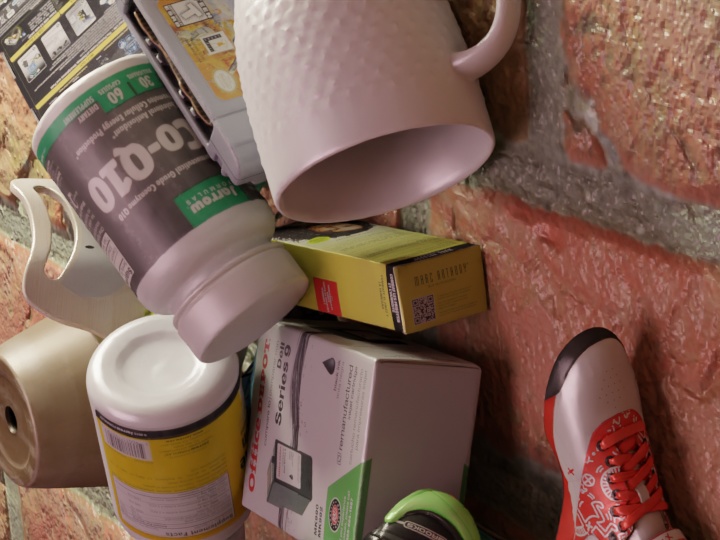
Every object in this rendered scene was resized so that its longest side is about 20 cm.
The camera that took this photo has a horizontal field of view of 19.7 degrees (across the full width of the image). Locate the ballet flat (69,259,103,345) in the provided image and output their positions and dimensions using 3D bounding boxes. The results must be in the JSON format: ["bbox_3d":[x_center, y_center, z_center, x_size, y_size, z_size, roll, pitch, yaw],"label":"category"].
[{"bbox_3d":[-0.174,0.061,1.661,0.200,0.072,0.072,58,145,14],"label":"ballet flat"}]

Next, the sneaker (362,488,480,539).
[{"bbox_3d":[0.052,0.242,1.334,0.077,0.084,0.201,-6,106,66],"label":"sneaker"}]

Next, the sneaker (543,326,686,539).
[{"bbox_3d":[0.167,0.139,1.245,0.108,0.067,0.202,32,132,47],"label":"sneaker"}]

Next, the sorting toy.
[{"bbox_3d":[-0.181,-0.012,1.589,0.107,0.179,0.201,-53,39,40],"label":"sorting toy"}]

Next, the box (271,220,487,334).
[{"bbox_3d":[0.000,0.000,1.446,0.200,0.075,0.050,13,114,55],"label":"box"}]

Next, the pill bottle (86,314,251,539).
[{"bbox_3d":[-0.135,0.137,1.539,0.112,0.112,0.201,45,152,40],"label":"pill bottle"}]

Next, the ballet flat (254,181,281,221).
[{"bbox_3d":[-0.076,-0.078,1.527,0.201,0.070,0.067,-58,25,8],"label":"ballet flat"}]

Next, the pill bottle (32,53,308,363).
[{"bbox_3d":[-0.131,-0.042,1.443,0.200,0.113,0.113,52,144,13],"label":"pill bottle"}]

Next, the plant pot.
[{"bbox_3d":[-0.221,0.106,1.752,0.200,0.173,0.201,31,129,48],"label":"plant pot"}]

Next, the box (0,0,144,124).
[{"bbox_3d":[-0.177,-0.191,1.573,0.200,0.049,0.162,-40,61,15],"label":"box"}]

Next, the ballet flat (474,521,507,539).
[{"bbox_3d":[0.106,0.220,1.397,0.200,0.067,0.062,32,156,53],"label":"ballet flat"}]

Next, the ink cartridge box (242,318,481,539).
[{"bbox_3d":[-0.005,0.119,1.441,0.200,0.084,0.147,15,99,64],"label":"ink cartridge box"}]

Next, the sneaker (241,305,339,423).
[{"bbox_3d":[-0.069,0.090,1.594,0.090,0.078,0.201,50,141,41],"label":"sneaker"}]

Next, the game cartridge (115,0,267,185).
[{"bbox_3d":[-0.079,-0.157,1.447,0.200,0.133,0.042,56,152,22],"label":"game cartridge"}]

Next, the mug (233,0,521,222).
[{"bbox_3d":[0.013,-0.150,1.318,0.199,0.147,0.176,-26,71,28],"label":"mug"}]
